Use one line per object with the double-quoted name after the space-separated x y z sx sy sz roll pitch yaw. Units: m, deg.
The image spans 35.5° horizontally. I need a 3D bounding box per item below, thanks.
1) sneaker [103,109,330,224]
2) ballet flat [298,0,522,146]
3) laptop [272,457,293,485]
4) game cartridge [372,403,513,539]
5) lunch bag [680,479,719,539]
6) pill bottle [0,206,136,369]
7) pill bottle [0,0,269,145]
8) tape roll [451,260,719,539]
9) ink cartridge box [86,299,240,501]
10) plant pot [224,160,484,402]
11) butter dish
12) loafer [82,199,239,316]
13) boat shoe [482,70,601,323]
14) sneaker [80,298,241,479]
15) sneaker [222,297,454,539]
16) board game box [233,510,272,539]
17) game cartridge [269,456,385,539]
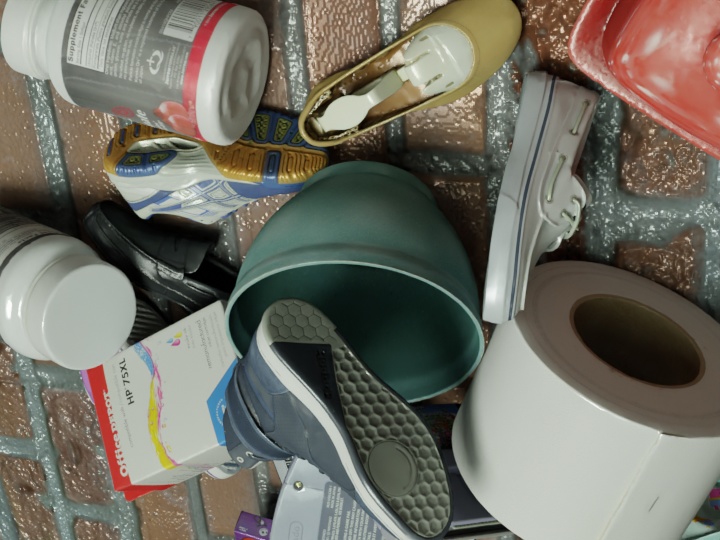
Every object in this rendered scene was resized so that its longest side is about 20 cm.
-0.117 -0.084 0.969 0.198 0.076 0.088 3 143 15 "sneaker"
0.035 -0.146 0.869 0.199 0.063 0.069 -27 103 30 "ballet flat"
-0.020 0.204 1.044 0.186 0.116 0.201 -12 105 27 "laptop"
0.082 0.161 0.918 0.130 0.199 0.039 57 133 40 "game cartridge"
0.307 0.266 0.951 0.199 0.122 0.171 -17 107 19 "lunch bag"
-0.298 0.014 1.015 0.199 0.113 0.114 20 126 41 "pill bottle"
-0.183 -0.178 0.909 0.198 0.111 0.111 17 121 13 "pill bottle"
0.185 0.106 0.863 0.201 0.203 0.140 24 122 7 "tape roll"
-0.165 0.120 0.984 0.199 0.067 0.117 -27 70 24 "ink cartridge box"
0.000 0.000 0.894 0.198 0.135 0.201 4 144 3 "plant pot"
0.250 -0.155 0.730 0.199 0.148 0.201 33 124 3 "butter dish"
-0.158 -0.005 1.021 0.200 0.068 0.071 37 116 -6 "loafer"
0.135 -0.055 0.814 0.066 0.202 0.074 11 163 7 "boat shoe"
-0.201 0.131 1.111 0.114 0.073 0.201 -36 90 36 "sneaker"
-0.024 0.134 0.842 0.203 0.077 0.146 53 140 12 "sneaker"
-0.026 0.303 1.124 0.198 0.032 0.121 14 140 11 "board game box"
-0.013 0.240 0.981 0.132 0.042 0.202 11 107 8 "game cartridge"
